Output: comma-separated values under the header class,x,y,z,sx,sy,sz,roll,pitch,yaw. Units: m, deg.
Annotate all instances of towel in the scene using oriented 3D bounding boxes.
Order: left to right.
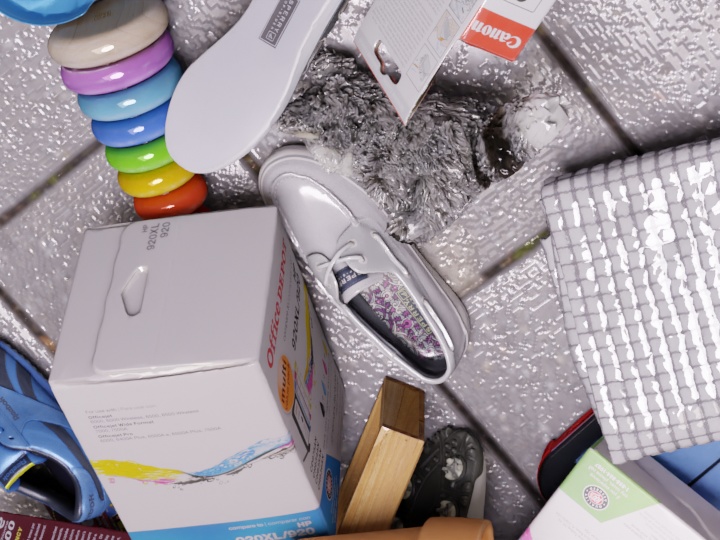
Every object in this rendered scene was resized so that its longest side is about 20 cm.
class,x,y,z,sx,sy,sz,roll,pitch,yaw
towel,0.219,0.014,1.228,0.165,0.086,0.201,-16,93,23

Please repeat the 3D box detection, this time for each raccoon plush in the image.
class,x,y,z,sx,sy,sz,roll,pitch,yaw
raccoon plush,0.038,-0.110,1.197,0.134,0.097,0.200,40,136,-10

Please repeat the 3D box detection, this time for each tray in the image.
class,x,y,z,sx,sy,sz,roll,pitch,yaw
tray,-0.003,0.188,1.332,0.037,0.099,0.201,21,107,-4

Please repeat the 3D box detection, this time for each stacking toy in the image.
class,x,y,z,sx,sy,sz,roll,pitch,yaw
stacking toy,-0.145,-0.086,1.268,0.085,0.085,0.201,-11,119,13

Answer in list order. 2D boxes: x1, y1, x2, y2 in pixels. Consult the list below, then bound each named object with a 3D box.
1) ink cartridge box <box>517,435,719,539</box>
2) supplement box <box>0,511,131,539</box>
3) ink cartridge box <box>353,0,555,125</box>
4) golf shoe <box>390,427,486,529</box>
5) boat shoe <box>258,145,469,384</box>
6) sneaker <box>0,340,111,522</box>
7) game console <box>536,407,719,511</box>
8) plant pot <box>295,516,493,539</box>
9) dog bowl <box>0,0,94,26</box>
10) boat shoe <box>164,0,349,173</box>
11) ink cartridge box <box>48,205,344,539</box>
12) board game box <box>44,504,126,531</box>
class,x,y,z,sx,sy,sz,roll,pitch,yaw
ink cartridge box,0.160,0.227,1.304,0.117,0.067,0.200,39,111,11
supplement box,-0.172,0.235,1.347,0.199,0.061,0.109,7,154,13
ink cartridge box,0.079,-0.193,1.158,0.050,0.109,0.200,16,120,-33
golf shoe,0.066,0.213,1.373,0.088,0.077,0.201,4,104,-38
boat shoe,0.000,0.000,1.280,0.072,0.069,0.200,-31,106,20
sneaker,-0.264,0.112,1.348,0.200,0.078,0.066,37,117,4
game console,0.247,0.140,1.326,0.177,0.031,0.200,41,114,-10
plant pot,0.007,0.256,1.213,0.139,0.200,0.201,7,115,10
dog bowl,-0.171,-0.240,1.211,0.199,0.050,0.112,-21,109,18
boat shoe,-0.056,-0.149,1.213,0.069,0.057,0.200,38,105,9
ink cartridge box,-0.104,0.080,1.255,0.144,0.148,0.200,-7,135,12
board game box,-0.181,0.194,1.406,0.103,0.019,0.201,-24,102,25
